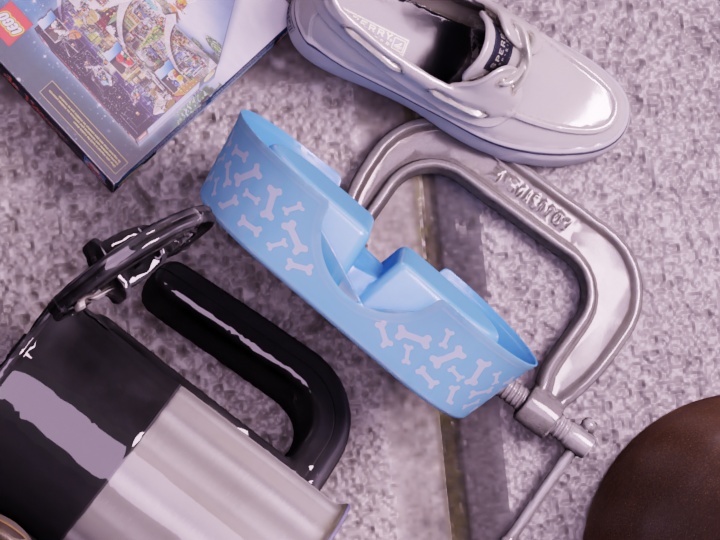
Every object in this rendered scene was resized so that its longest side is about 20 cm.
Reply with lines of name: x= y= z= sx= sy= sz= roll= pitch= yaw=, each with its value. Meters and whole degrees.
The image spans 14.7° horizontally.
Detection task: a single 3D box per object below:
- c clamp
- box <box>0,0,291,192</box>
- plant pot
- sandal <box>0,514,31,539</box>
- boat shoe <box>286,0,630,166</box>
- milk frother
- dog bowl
c clamp: x=0.062 y=0.022 z=1.503 sx=0.200 sy=0.027 sz=0.171 roll=42 pitch=81 yaw=-1
box: x=-0.150 y=-0.161 z=1.490 sx=0.137 sy=0.038 sz=0.200 roll=-43 pitch=91 yaw=-8
plant pot: x=0.223 y=0.153 z=1.423 sx=0.187 sy=0.200 sz=0.187 roll=0 pitch=86 yaw=-6
sandal: x=-0.245 y=0.124 z=1.430 sx=0.200 sy=0.055 sz=0.082 roll=12 pitch=115 yaw=21
boat shoe: x=0.061 y=-0.114 z=1.481 sx=0.200 sy=0.066 sz=0.072 roll=25 pitch=73 yaw=-15
milk frother: x=-0.089 y=0.081 z=1.397 sx=0.188 sy=0.200 sz=0.181 roll=37 pitch=79 yaw=-2
dog bowl: x=0.000 y=0.000 z=1.433 sx=0.200 sy=0.111 sz=0.050 roll=41 pitch=98 yaw=-3
